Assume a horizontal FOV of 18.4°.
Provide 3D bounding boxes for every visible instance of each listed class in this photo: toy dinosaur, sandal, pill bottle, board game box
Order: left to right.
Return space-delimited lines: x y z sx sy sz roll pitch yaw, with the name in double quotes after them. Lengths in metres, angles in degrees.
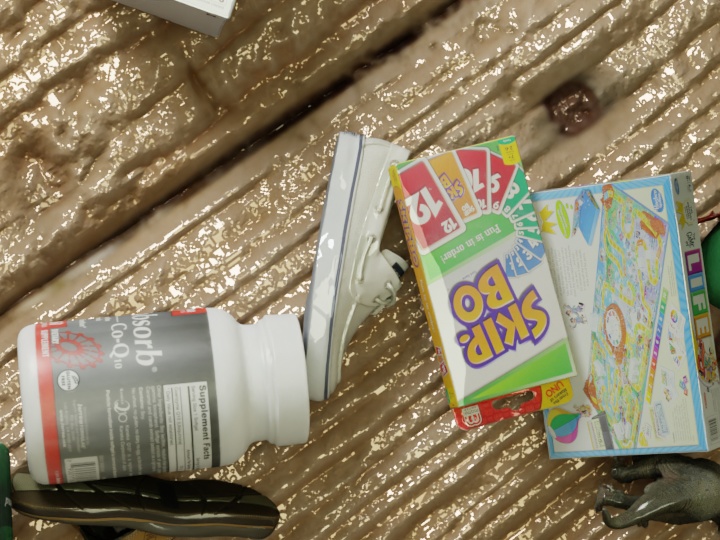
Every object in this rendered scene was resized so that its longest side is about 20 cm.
-0.160 0.180 1.617 0.199 0.082 0.055 7 109 -13 "sandal"
-0.141 0.087 1.592 0.199 0.116 0.116 -6 89 -7 "pill bottle"
0.091 0.010 1.618 0.095 0.030 0.201 -14 90 -14 "board game box"
0.189 0.034 1.625 0.134 0.034 0.201 -6 93 36 "board game box"
0.235 0.160 1.624 0.102 0.200 0.077 -3 75 31 "toy dinosaur"

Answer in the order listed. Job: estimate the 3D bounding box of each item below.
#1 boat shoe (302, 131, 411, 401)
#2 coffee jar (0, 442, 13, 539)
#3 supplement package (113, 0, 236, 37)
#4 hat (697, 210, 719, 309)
0.000 0.000 1.636 0.070 0.071 0.201 10 80 -3 "boat shoe"
-0.284 0.223 1.550 0.085 0.104 0.201 0 74 -18 "coffee jar"
-0.117 -0.285 1.607 0.109 0.114 0.200 19 86 -7 "supplement package"
0.256 -0.006 1.602 0.176 0.200 0.166 -4 71 -21 "hat"
